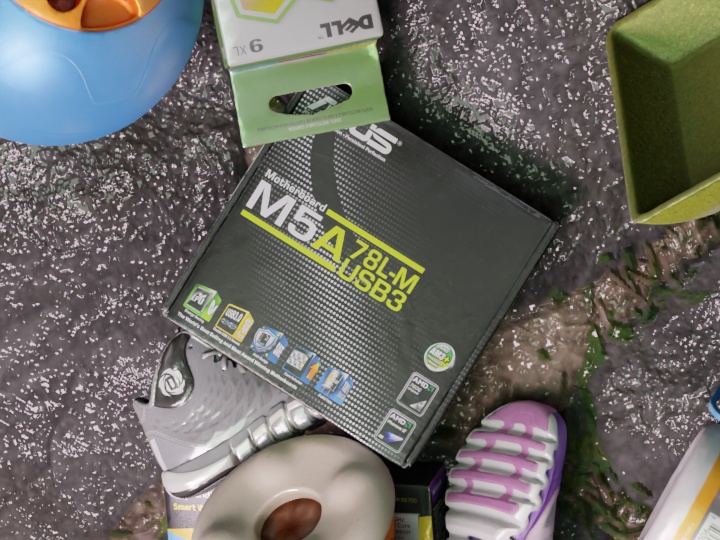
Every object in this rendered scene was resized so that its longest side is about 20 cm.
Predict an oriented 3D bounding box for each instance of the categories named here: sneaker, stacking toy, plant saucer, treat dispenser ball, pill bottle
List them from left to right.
[{"bbox_3d":[-0.202,-0.182,1.639,0.200,0.201,0.202,5,109,15],"label":"treat dispenser ball"},{"bbox_3d":[-0.070,0.065,1.740,0.200,0.075,0.116,-30,83,2],"label":"sneaker"},{"bbox_3d":[-0.014,0.221,1.704,0.146,0.146,0.200,-13,132,20],"label":"stacking toy"},{"bbox_3d":[0.106,0.189,1.739,0.080,0.088,0.201,16,92,47],"label":"sneaker"},{"bbox_3d":[0.252,-0.124,1.544,0.199,0.200,0.048,-30,126,23],"label":"plant saucer"},{"bbox_3d":[0.288,0.196,1.660,0.200,0.116,0.117,30,113,5],"label":"pill bottle"}]

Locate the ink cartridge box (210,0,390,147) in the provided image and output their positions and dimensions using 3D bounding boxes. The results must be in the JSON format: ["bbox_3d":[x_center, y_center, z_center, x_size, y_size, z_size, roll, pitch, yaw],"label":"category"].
[{"bbox_3d":[-0.046,-0.186,1.632,0.103,0.059,0.201,-11,94,-4],"label":"ink cartridge box"}]

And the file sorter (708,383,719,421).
[{"bbox_3d":[0.315,0.015,1.583,0.122,0.139,0.200,24,113,13],"label":"file sorter"}]

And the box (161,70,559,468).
[{"bbox_3d":[0.000,0.000,1.681,0.200,0.048,0.193,33,89,5],"label":"box"}]

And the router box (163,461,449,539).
[{"bbox_3d":[-0.036,0.210,1.797,0.199,0.051,0.150,0,106,17],"label":"router box"}]
